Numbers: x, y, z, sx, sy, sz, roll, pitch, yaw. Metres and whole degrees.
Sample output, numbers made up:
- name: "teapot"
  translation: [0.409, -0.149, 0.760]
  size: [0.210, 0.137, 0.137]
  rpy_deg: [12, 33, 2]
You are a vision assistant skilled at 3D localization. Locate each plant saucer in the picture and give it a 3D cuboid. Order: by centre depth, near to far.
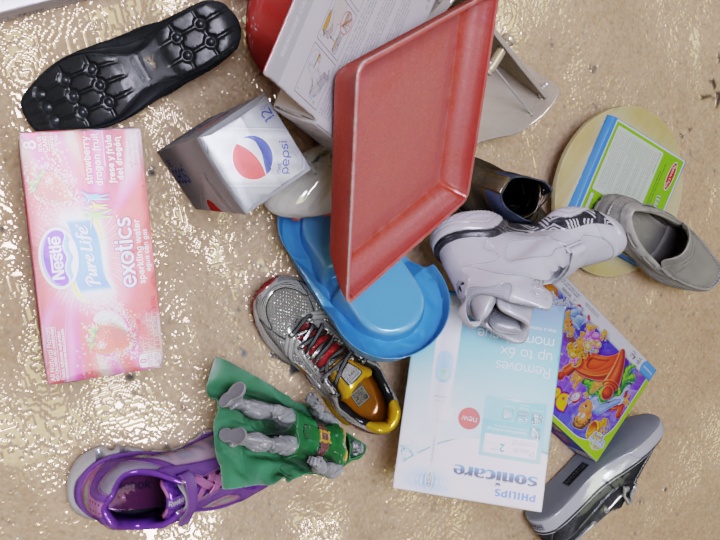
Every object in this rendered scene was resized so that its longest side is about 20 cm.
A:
- name: "plant saucer"
  translation: [0.037, -0.104, 0.624]
  size: [0.200, 0.037, 0.200]
  rpy_deg: [-40, 144, -42]

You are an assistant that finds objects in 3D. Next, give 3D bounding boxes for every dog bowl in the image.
- name: "dog bowl"
  translation: [0.000, 0.000, 0.748]
  size: [0.111, 0.050, 0.200]
  rpy_deg: [-29, 73, -17]

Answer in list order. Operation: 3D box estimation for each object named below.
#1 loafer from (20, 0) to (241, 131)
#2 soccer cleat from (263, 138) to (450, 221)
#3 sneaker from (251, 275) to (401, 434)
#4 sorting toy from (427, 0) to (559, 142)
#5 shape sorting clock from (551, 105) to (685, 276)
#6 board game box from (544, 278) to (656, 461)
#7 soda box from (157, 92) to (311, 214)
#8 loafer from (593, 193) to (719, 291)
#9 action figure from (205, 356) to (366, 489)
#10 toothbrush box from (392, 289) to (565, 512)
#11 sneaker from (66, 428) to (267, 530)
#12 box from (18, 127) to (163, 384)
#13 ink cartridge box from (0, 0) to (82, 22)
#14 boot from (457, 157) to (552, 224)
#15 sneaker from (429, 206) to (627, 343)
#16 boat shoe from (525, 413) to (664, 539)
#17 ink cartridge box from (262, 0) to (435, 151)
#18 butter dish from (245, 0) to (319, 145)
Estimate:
- name: "loafer"
  translation: [-0.196, -0.174, 0.688]
  size: [0.200, 0.070, 0.068]
  rpy_deg: [-26, 103, -2]
- name: "soccer cleat"
  translation: [0.001, -0.107, 0.724]
  size: [0.200, 0.078, 0.069]
  rpy_deg: [-20, 64, -15]
- name: "sneaker"
  translation: [-0.026, 0.083, 0.770]
  size: [0.078, 0.082, 0.200]
  rpy_deg: [-46, 108, -13]
- name: "sorting toy"
  translation: [0.072, -0.179, 0.784]
  size: [0.180, 0.107, 0.200]
  rpy_deg: [-51, 136, 6]
- name: "shape sorting clock"
  translation: [0.304, -0.092, 0.924]
  size: [0.199, 0.039, 0.201]
  rpy_deg: [-4, 101, -22]
- name: "board game box"
  translation: [0.235, 0.106, 0.905]
  size: [0.200, 0.045, 0.135]
  rpy_deg: [42, 78, -20]
- name: "soda box"
  translation: [-0.112, -0.092, 0.656]
  size: [0.063, 0.200, 0.068]
  rpy_deg: [-37, 108, -16]
- name: "loafer"
  translation: [0.349, -0.025, 0.895]
  size: [0.200, 0.070, 0.070]
  rpy_deg: [24, 90, -25]
- name: "action figure"
  translation: [-0.058, 0.158, 0.749]
  size: [0.200, 0.055, 0.118]
  rpy_deg: [30, 48, -50]
- name: "toothbrush box"
  translation: [0.117, 0.126, 0.793]
  size: [0.146, 0.085, 0.201]
  rpy_deg: [9, 85, 6]
- name: "sneaker"
  translation: [-0.159, 0.195, 0.717]
  size: [0.200, 0.088, 0.081]
  rpy_deg: [-5, 93, -26]
- name: "box"
  translation: [-0.229, -0.015, 0.664]
  size: [0.094, 0.103, 0.201]
  rpy_deg: [-7, 97, -23]
- name: "ink cartridge box"
  translation: [-0.255, -0.278, 0.666]
  size: [0.200, 0.044, 0.094]
  rpy_deg: [-23, 104, -21]
- name: "boot"
  translation: [0.163, -0.058, 0.816]
  size: [0.200, 0.097, 0.075]
  rpy_deg: [25, 92, -39]
- name: "sneaker"
  translation: [0.169, 0.005, 0.737]
  size: [0.199, 0.075, 0.115]
  rpy_deg: [-1, 56, -15]
- name: "boat shoe"
  translation: [0.287, 0.251, 0.922]
  size: [0.199, 0.074, 0.068]
  rpy_deg: [-40, 105, -15]
- name: "ink cartridge box"
  translation: [-0.005, -0.199, 0.557]
  size: [0.200, 0.045, 0.176]
  rpy_deg: [-67, 155, -1]
- name: "butter dish"
  translation: [-0.048, -0.242, 0.704]
  size: [0.148, 0.200, 0.200]
  rpy_deg: [26, 85, 2]
